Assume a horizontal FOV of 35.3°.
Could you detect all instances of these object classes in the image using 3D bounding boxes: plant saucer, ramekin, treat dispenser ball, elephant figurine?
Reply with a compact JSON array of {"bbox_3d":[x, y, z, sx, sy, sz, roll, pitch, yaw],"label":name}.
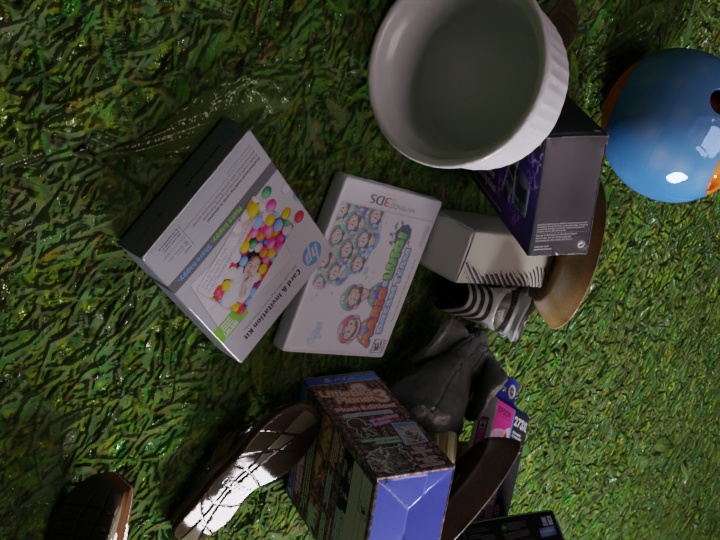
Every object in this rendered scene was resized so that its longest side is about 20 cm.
[{"bbox_3d":[0.263,-0.026,1.477,0.035,0.200,0.203,15,105,-8],"label":"plant saucer"},{"bbox_3d":[0.110,0.265,1.326,0.201,0.034,0.200,-48,177,-3],"label":"plant saucer"},{"bbox_3d":[0.114,-0.198,1.144,0.097,0.199,0.203,7,107,-59],"label":"ramekin"},{"bbox_3d":[0.420,-0.192,1.502,0.200,0.200,0.203,-28,132,-36],"label":"treat dispenser ball"},{"bbox_3d":[0.113,0.126,1.401,0.200,0.154,0.142,-48,126,-17],"label":"elephant figurine"}]

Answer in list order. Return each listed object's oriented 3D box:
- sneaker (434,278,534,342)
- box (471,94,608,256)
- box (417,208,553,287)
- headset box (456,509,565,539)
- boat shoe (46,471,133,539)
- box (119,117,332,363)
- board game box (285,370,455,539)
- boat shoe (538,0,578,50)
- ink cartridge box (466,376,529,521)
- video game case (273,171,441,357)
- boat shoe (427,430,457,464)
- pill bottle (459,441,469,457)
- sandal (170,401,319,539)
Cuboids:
[{"bbox_3d":[0.155,0.032,1.438,0.200,0.114,0.077,-14,129,-86],"label":"sneaker"},{"bbox_3d":[0.196,-0.126,1.272,0.078,0.201,0.143,-1,119,-14],"label":"box"},{"bbox_3d":[0.157,-0.027,1.393,0.199,0.082,0.069,3,110,-49],"label":"box"},{"bbox_3d":[0.138,0.388,1.419,0.172,0.094,0.200,2,148,-40],"label":"headset box"},{"bbox_3d":[-0.263,0.284,1.102,0.073,0.075,0.202,-2,122,-55],"label":"boat shoe"},{"bbox_3d":[-0.123,-0.024,1.094,0.156,0.041,0.201,-51,143,-14],"label":"box"},{"bbox_3d":[0.005,0.235,1.261,0.096,0.200,0.162,-4,118,-27],"label":"board game box"},{"bbox_3d":[0.181,-0.245,1.269,0.201,0.065,0.072,-49,124,-38],"label":"boat shoe"},{"bbox_3d":[0.176,0.231,1.473,0.094,0.037,0.203,33,65,-49],"label":"ink cartridge box"},{"bbox_3d":[0.000,0.000,1.269,0.181,0.024,0.202,9,106,-52],"label":"video game case"},{"bbox_3d":[0.056,0.233,1.316,0.201,0.062,0.074,131,-29,-63],"label":"boat shoe"},{"bbox_3d":[0.108,0.284,1.505,0.199,0.110,0.112,10,105,-52],"label":"pill bottle"},{"bbox_3d":[-0.131,0.210,1.228,0.200,0.055,0.082,-45,136,1],"label":"sandal"}]
